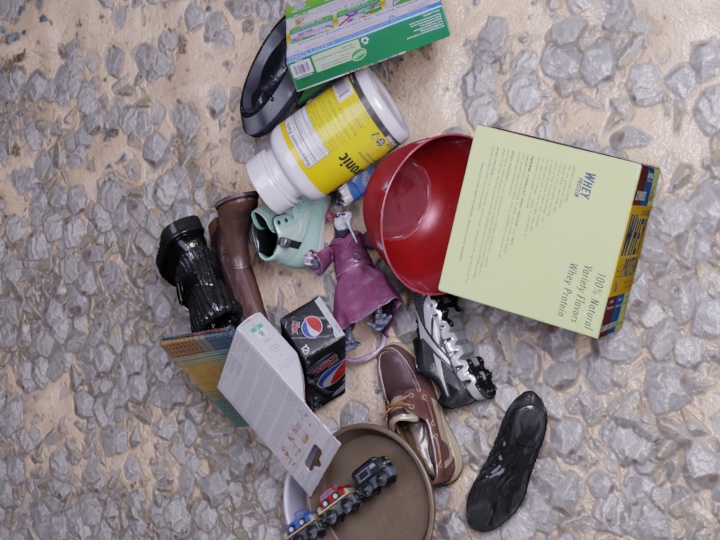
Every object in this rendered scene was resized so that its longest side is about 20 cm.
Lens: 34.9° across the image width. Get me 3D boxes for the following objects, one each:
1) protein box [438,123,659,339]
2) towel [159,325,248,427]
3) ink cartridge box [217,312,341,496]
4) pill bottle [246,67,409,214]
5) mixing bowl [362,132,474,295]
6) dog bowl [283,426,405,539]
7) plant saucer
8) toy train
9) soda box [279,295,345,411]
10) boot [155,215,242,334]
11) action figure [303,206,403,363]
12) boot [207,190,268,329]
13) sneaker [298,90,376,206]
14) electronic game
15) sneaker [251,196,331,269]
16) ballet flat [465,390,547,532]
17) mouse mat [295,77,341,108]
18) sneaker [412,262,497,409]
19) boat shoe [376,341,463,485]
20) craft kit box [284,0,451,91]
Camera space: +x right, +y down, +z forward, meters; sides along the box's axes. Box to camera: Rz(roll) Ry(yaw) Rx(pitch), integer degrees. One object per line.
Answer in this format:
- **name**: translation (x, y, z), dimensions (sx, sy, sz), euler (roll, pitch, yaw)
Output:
- **protein box**: translation (0.224, -0.048, 1.348), dimensions (0.197, 0.134, 0.202), euler (16, 99, 23)
- **towel**: translation (-0.175, 0.151, 1.619), dimensions (0.145, 0.201, 0.022), euler (-10, 43, 34)
- **ink cartridge box**: translation (-0.098, 0.174, 1.485), dimensions (0.200, 0.050, 0.162), euler (45, 144, 14)
- **pill bottle**: translation (-0.045, -0.160, 1.459), dimensions (0.198, 0.111, 0.112), euler (-33, 72, 13)
- **mixing bowl**: translation (0.077, -0.081, 1.448), dimensions (0.108, 0.198, 0.204), euler (24, 104, 53)
- **dog bowl**: translation (-0.005, 0.312, 1.551), dimensions (0.197, 0.078, 0.204), euler (0, 90, 34)
- **plant saucer**: translation (0.015, 0.297, 1.474), dimensions (0.197, 0.029, 0.204), euler (-1, 89, 34)
- **toy train**: translation (-0.031, 0.297, 1.468), dimensions (0.200, 0.034, 0.046), euler (-42, 65, 26)
- **soda box**: translation (-0.061, 0.116, 1.526), dimensions (0.063, 0.201, 0.071), euler (-30, 68, -15)
- **boot**: translation (-0.232, 0.029, 1.651), dimensions (0.078, 0.211, 0.160), euler (-25, 78, -12)
- **action figure**: translation (0.000, 0.000, 1.557), dimensions (0.132, 0.149, 0.203), euler (-18, 59, 5)
- **boot**: translation (-0.161, 0.004, 1.633), dimensions (0.186, 0.063, 0.203), euler (132, 126, -67)
- **sneaker**: translation (-0.027, -0.189, 1.570), dimensions (0.079, 0.088, 0.203), euler (119, 130, -70)
- **electronic game**: translation (-0.110, -0.278, 1.593), dimensions (0.200, 0.041, 0.202), euler (-43, 34, 38)
- **sneaker**: translation (-0.096, -0.106, 1.589), dimensions (0.073, 0.117, 0.204), euler (3, 90, 35)
- **ballet flat**: translation (0.188, 0.246, 1.449), dimensions (0.066, 0.057, 0.202), euler (23, 110, 3)
- **mouse mat**: translation (-0.006, -0.295, 1.505), dimensions (0.160, 0.201, 0.008), euler (-29, 112, 30)
- **sneaker**: translation (0.097, 0.091, 1.490), dimensions (0.090, 0.066, 0.202), euler (-32, 75, 27)
- **boat shoe**: translation (0.067, 0.188, 1.506), dimensions (0.072, 0.072, 0.203), euler (-30, 74, 30)
- **craft kit box**: translation (0.003, -0.308, 1.419), dimensions (0.197, 0.199, 0.049), euler (-18, 123, 7)
